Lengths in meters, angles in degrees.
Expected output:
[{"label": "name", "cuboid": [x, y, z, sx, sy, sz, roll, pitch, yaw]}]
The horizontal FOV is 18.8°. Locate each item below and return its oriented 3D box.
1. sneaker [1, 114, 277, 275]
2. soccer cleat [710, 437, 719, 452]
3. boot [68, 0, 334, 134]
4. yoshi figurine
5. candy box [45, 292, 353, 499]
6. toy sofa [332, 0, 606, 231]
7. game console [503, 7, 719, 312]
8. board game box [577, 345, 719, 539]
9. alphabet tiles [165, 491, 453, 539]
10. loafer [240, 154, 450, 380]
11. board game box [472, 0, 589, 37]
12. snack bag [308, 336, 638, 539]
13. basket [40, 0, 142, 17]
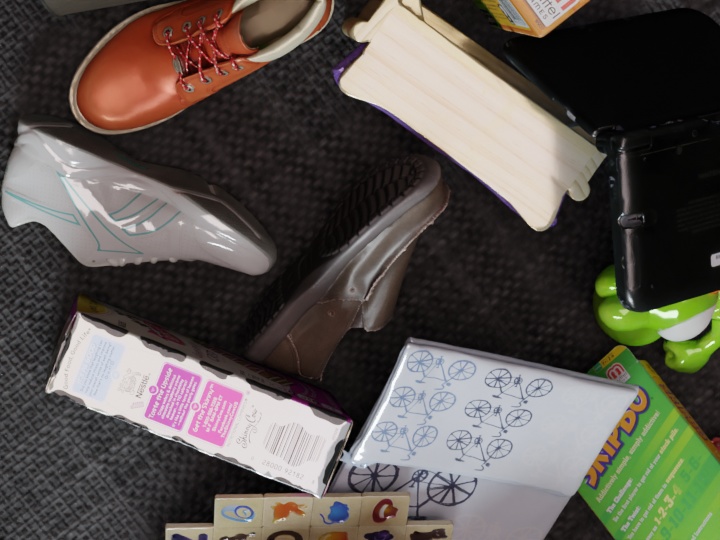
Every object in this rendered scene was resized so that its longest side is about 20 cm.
[{"label": "sneaker", "cuboid": [-0.154, -0.036, 1.502, 0.199, 0.070, 0.081, 24, 104, -2]}, {"label": "soccer cleat", "cuboid": [0.272, 0.145, 1.567, 0.200, 0.068, 0.073, -36, 95, 2]}, {"label": "boot", "cuboid": [-0.109, -0.152, 1.466, 0.199, 0.107, 0.075, -28, 101, 0]}, {"label": "yoshi figurine", "cuboid": [0.249, 0.016, 1.545, 0.199, 0.113, 0.112, -1, 136, -19]}, {"label": "candy box", "cuboid": [-0.112, 0.083, 1.482, 0.199, 0.136, 0.061, 21, 92, -9]}, {"label": "toy sofa", "cuboid": [0.077, -0.120, 1.500, 0.200, 0.083, 0.098, 34, 96, -9]}, {"label": "game console", "cuboid": [0.207, -0.079, 1.467, 0.199, 0.116, 0.177, -15, 105, -38]}, {"label": "board game box", "cuboid": [0.214, 0.157, 1.531, 0.095, 0.030, 0.200, -42, 75, 16]}, {"label": "alphabet tiles", "cuboid": [-0.038, 0.207, 1.520, 0.199, 0.006, 0.167, 0, 137, -5]}, {"label": "loafer", "cuboid": [0.000, 0.000, 1.504, 0.071, 0.073, 0.200, 34, 120, -20]}, {"label": "board game box", "cuboid": [0.120, -0.295, 1.420, 0.200, 0.200, 0.200, -38, 100, 1]}, {"label": "snack bag", "cuboid": [0.072, 0.138, 1.499, 0.188, 0.021, 0.201, 13, 123, -26]}, {"label": "basket", "cuboid": [-0.111, -0.248, 1.401, 0.199, 0.181, 0.137, -3, 57, 9]}]
